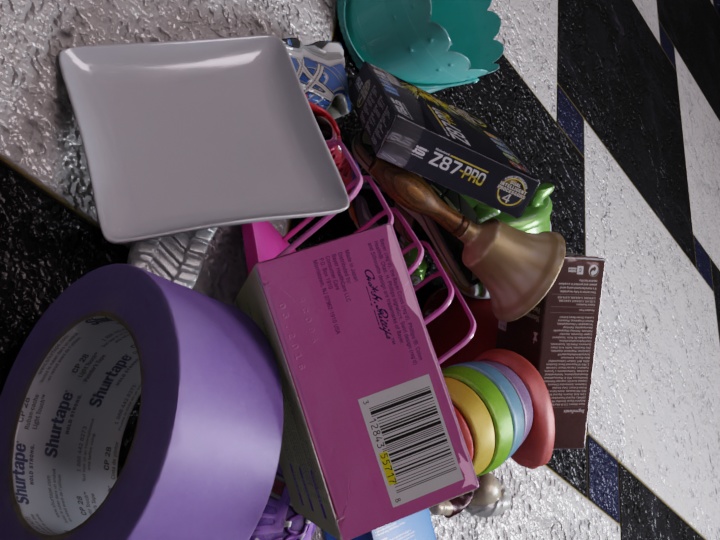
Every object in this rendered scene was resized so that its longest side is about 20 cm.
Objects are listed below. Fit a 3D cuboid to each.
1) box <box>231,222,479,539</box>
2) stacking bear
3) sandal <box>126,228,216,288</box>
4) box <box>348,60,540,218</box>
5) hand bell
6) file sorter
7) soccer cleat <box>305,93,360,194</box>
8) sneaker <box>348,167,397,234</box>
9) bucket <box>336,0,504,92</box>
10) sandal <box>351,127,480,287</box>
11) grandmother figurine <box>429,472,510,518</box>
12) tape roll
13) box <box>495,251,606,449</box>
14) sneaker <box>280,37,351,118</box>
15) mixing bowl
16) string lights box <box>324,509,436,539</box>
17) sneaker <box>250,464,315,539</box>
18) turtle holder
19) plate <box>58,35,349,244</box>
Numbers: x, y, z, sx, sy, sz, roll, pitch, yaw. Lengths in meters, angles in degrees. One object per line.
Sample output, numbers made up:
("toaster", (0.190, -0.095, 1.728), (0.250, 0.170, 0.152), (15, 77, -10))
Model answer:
("box", (-0.016, 0.081, 0.637), (0.096, 0.200, 0.178), (-17, 84, -15))
("stacking bear", (0.085, 0.152, 0.836), (0.199, 0.121, 0.115), (-17, 119, -47))
("sandal", (-0.153, -0.061, 0.769), (0.082, 0.050, 0.204), (35, 59, -20))
("box", (0.077, -0.136, 0.899), (0.160, 0.049, 0.200), (20, 22, -18))
("hand bell", (0.090, -0.046, 0.857), (0.199, 0.104, 0.105), (33, 46, -16))
("file sorter", (0.000, 0.000, 0.832), (0.200, 0.125, 0.139), (48, 10, -29))
("soccer cleat", (-0.041, -0.122, 0.897), (0.200, 0.076, 0.067), (33, 61, -55))
("sneaker", (0.043, -0.106, 1.026), (0.078, 0.077, 0.201), (47, 42, -31))
("bucket", (0.074, -0.319, 1.119), (0.206, 0.134, 0.209), (29, 51, -43))
("sandal", (0.061, -0.066, 0.939), (0.201, 0.057, 0.080), (50, 42, 4))
("grandmother figurine", (0.096, 0.212, 0.966), (0.200, 0.060, 0.122), (42, 53, -31))
("tape roll", (-0.147, 0.104, 0.560), (0.085, 0.199, 0.202), (26, 54, -44))
("box", (0.196, 0.079, 0.947), (0.074, 0.100, 0.202), (1, 97, -18))
("sneaker", (-0.071, -0.190, 0.912), (0.199, 0.075, 0.078), (-22, 93, -51))
("mixing bowl", (0.169, 0.103, 1.072), (0.199, 0.108, 0.202), (27, 54, -43))
("string lights box", (0.015, 0.227, 0.844), (0.102, 0.059, 0.202), (-3, 76, -54))
("sneaker", (-0.058, 0.188, 0.743), (0.080, 0.083, 0.202), (34, 50, -40))
("turtle holder", (0.137, -0.034, 1.027), (0.185, 0.140, 0.133), (-31, 128, -41))
("plate", (-0.131, -0.109, 0.732), (0.198, 0.032, 0.201), (-10, 61, -23))
